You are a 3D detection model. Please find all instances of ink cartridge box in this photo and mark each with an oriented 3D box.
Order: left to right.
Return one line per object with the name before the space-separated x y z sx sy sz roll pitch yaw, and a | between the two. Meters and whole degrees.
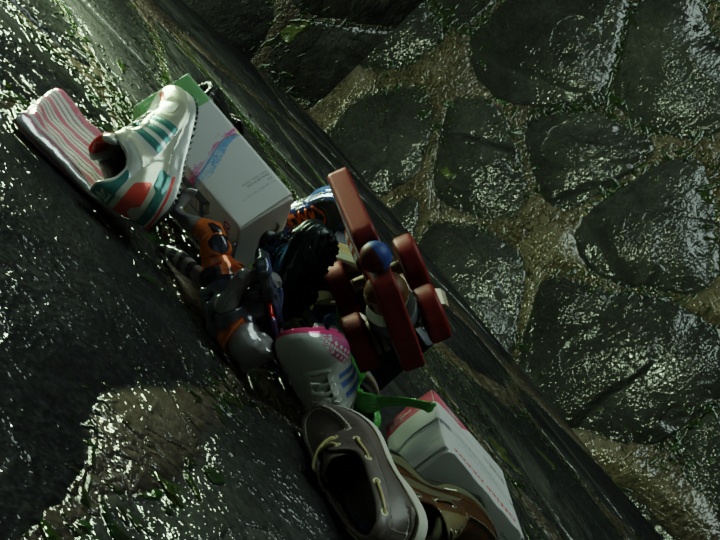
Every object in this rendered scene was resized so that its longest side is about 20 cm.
ink cartridge box | -0.181 -0.109 1.316 0.200 0.087 0.145 48 -25 10
ink cartridge box | 0.105 0.244 1.287 0.147 0.083 0.200 50 7 -9

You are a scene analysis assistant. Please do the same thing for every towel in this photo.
towel | -0.306 -0.137 1.221 0.146 0.030 0.200 44 9 -16

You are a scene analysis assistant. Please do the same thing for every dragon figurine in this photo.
dragon figurine | -0.035 0.095 1.393 0.200 0.059 0.099 37 13 -46

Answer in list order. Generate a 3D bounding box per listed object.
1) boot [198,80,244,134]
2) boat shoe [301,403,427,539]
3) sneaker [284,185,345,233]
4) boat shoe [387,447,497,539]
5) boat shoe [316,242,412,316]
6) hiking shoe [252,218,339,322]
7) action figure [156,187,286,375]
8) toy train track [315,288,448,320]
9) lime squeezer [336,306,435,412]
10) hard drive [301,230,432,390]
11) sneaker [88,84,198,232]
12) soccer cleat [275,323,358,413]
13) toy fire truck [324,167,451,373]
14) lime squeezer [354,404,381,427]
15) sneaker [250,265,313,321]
boot | -0.203 -0.174 1.488 0.158 0.079 0.211 55 -21 -19
boat shoe | -0.010 0.189 1.042 0.059 0.072 0.200 26 17 -40
sneaker | -0.089 -0.059 1.502 0.078 0.200 0.075 -37 105 -51
boat shoe | 0.064 0.255 1.124 0.200 0.076 0.074 33 19 -30
boat shoe | 0.000 0.000 1.344 0.200 0.072 0.076 25 36 -4
hiking shoe | -0.084 -0.011 1.211 0.087 0.074 0.200 50 -27 11
action figure | -0.138 0.034 1.170 0.200 0.104 0.194 82 -16 -51
toy train track | 0.033 0.030 1.410 0.200 0.033 0.115 4 59 -32
lime squeezer | 0.005 0.115 1.258 0.038 0.071 0.200 -1 36 -38
hard drive | -0.005 0.060 1.471 0.200 0.135 0.042 46 19 -3
sneaker | -0.234 -0.138 1.168 0.093 0.070 0.200 27 47 -27
soccer cleat | -0.037 0.115 1.141 0.200 0.070 0.087 57 27 -68
toy fire truck | 0.016 0.004 1.197 0.168 0.112 0.200 68 1 -47
lime squeezer | -0.019 0.162 1.288 0.071 0.038 0.200 -20 63 -46
sneaker | -0.123 -0.020 1.441 0.200 0.074 0.084 49 12 14
